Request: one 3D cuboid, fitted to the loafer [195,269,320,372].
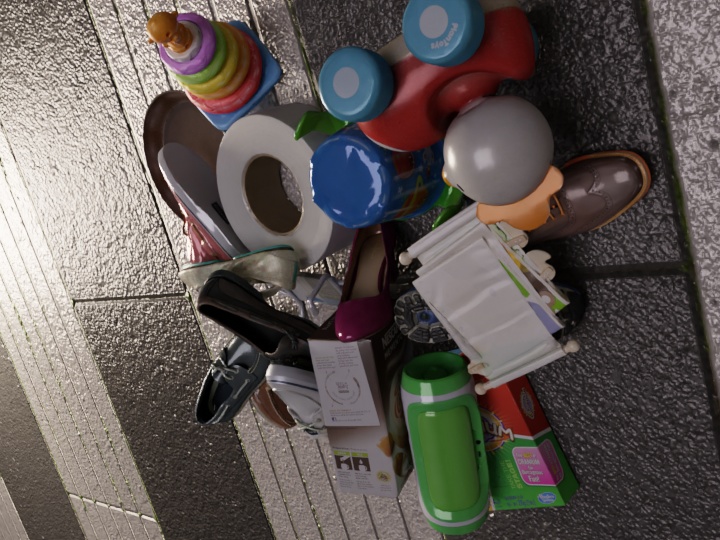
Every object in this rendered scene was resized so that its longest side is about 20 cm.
[{"bbox_3d":[-0.111,0.080,0.909,0.199,0.063,0.072,35,123,-7],"label":"loafer"}]

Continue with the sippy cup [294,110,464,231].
[{"bbox_3d":[0.016,-0.107,0.806,0.177,0.130,0.141,1,108,31],"label":"sippy cup"}]

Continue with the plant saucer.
[{"bbox_3d":[-0.236,-0.159,1.081,0.199,0.032,0.201,20,123,32],"label":"plant saucer"}]

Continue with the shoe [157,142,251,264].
[{"bbox_3d":[-0.223,-0.073,1.040,0.200,0.071,0.091,52,129,1],"label":"shoe"}]

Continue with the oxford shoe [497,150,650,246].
[{"bbox_3d":[0.184,-0.056,0.738,0.200,0.073,0.072,-26,93,45],"label":"oxford shoe"}]

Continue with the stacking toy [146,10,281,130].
[{"bbox_3d":[-0.188,-0.250,0.866,0.116,0.200,0.110,-42,78,10],"label":"stacking toy"}]

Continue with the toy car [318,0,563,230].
[{"bbox_3d":[0.094,-0.120,0.671,0.176,0.184,0.201,-27,84,29],"label":"toy car"}]

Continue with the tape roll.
[{"bbox_3d":[-0.089,-0.103,0.954,0.202,0.071,0.204,19,122,33],"label":"tape roll"}]

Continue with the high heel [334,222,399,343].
[{"bbox_3d":[0.000,0.000,0.844,0.067,0.200,0.097,-11,112,15],"label":"high heel"}]

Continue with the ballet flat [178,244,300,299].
[{"bbox_3d":[-0.160,0.013,0.959,0.199,0.067,0.063,-11,77,37],"label":"ballet flat"}]

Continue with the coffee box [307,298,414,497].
[{"bbox_3d":[0.013,0.147,0.892,0.079,0.114,0.201,-2,111,24],"label":"coffee box"}]

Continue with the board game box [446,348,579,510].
[{"bbox_3d":[0.151,0.190,0.913,0.153,0.040,0.201,-24,94,45],"label":"board game box"}]

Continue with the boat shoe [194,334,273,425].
[{"bbox_3d":[-0.180,0.148,1.070,0.073,0.062,0.201,44,124,20],"label":"boat shoe"}]

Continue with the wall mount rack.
[{"bbox_3d":[-0.058,0.065,1.016,0.199,0.075,0.174,8,149,39],"label":"wall mount rack"}]

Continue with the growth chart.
[{"bbox_3d":[0.133,0.028,0.757,0.144,0.018,0.201,-25,108,26],"label":"growth chart"}]

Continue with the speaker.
[{"bbox_3d":[0.099,0.199,0.874,0.088,0.088,0.201,5,114,39],"label":"speaker"}]

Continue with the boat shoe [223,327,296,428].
[{"bbox_3d":[-0.134,0.140,1.114,0.072,0.076,0.201,-20,99,42],"label":"boat shoe"}]

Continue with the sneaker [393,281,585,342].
[{"bbox_3d":[0.140,0.028,0.818,0.199,0.089,0.079,1,118,19],"label":"sneaker"}]

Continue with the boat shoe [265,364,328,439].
[{"bbox_3d":[-0.048,0.174,0.934,0.073,0.200,0.067,-1,65,37],"label":"boat shoe"}]
